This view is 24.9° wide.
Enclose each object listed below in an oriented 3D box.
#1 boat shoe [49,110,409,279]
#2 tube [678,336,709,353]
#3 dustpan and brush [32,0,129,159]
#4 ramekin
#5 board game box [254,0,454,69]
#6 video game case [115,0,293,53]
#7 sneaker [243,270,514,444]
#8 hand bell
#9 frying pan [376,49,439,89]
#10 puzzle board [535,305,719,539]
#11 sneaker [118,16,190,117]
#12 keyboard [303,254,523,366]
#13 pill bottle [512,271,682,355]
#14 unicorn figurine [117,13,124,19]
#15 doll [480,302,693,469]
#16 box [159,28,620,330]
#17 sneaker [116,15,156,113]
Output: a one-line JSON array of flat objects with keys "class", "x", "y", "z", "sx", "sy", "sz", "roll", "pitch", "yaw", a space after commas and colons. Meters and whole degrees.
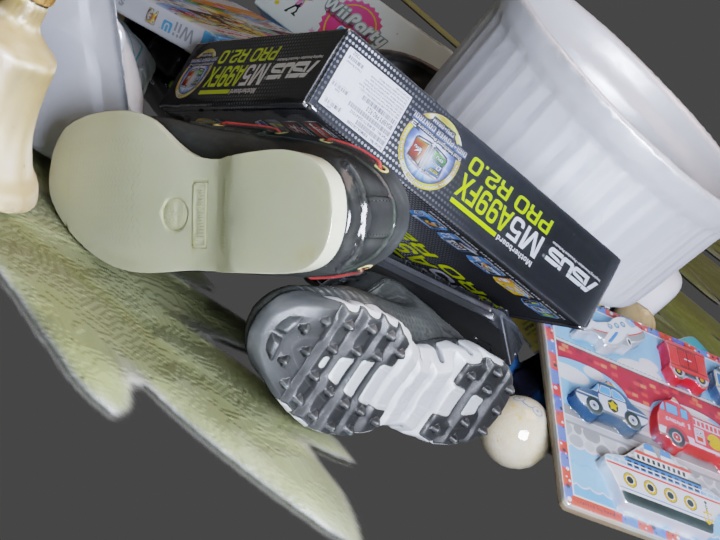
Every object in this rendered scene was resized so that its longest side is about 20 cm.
[{"class": "boat shoe", "x": -0.068, "y": -0.033, "z": 0.762, "sx": 0.201, "sy": 0.074, "sz": 0.063, "roll": 10, "pitch": 7, "yaw": 39}, {"class": "tube", "x": 0.290, "y": 0.133, "z": 1.191, "sx": 0.077, "sy": 0.050, "sz": 0.200, "roll": 5, "pitch": 38, "yaw": -49}, {"class": "dustpan and brush", "x": -0.186, "y": -0.127, "z": 0.873, "sx": 0.199, "sy": 0.140, "sz": 0.057, "roll": 10, "pitch": 27, "yaw": 31}, {"class": "ramekin", "x": 0.129, "y": -0.073, "z": 0.959, "sx": 0.200, "sy": 0.098, "sz": 0.201, "roll": 38, "pitch": 21, "yaw": -18}, {"class": "board game box", "x": 0.011, "y": -0.136, "z": 1.236, "sx": 0.147, "sy": 0.064, "sz": 0.200, "roll": 40, "pitch": -11, "yaw": 22}, {"class": "video game case", "x": -0.106, "y": -0.157, "z": 0.978, "sx": 0.200, "sy": 0.018, "sz": 0.143, "roll": 31, "pitch": 15, "yaw": 34}, {"class": "sneaker", "x": -0.006, "y": 0.035, "z": 0.803, "sx": 0.090, "sy": 0.067, "sz": 0.200, "roll": 40, "pitch": 12, "yaw": 33}, {"class": "hand bell", "x": -0.147, "y": -0.137, "z": 0.758, "sx": 0.104, "sy": 0.200, "sz": 0.104, "roll": 32, "pitch": 15, "yaw": -10}, {"class": "frying pan", "x": 0.064, "y": -0.065, "z": 1.018, "sx": 0.190, "sy": 0.031, "sz": 0.115, "roll": 45, "pitch": 37, "yaw": 5}, {"class": "puzzle board", "x": 0.187, "y": 0.095, "z": 0.913, "sx": 0.199, "sy": 0.017, "sz": 0.151, "roll": 22, "pitch": 42, "yaw": -23}, {"class": "sneaker", "x": -0.105, "y": -0.111, "z": 1.032, "sx": 0.083, "sy": 0.072, "sz": 0.200, "roll": 34, "pitch": 1, "yaw": -42}, {"class": "keyboard", "x": 0.000, "y": 0.000, "z": 0.902, "sx": 0.199, "sy": 0.021, "sz": 0.127, "roll": 27, "pitch": -14, "yaw": 17}, {"class": "pill bottle", "x": 0.117, "y": -0.037, "z": 1.108, "sx": 0.200, "sy": 0.112, "sz": 0.112, "roll": 53, "pitch": 16, "yaw": 3}, {"class": "unicorn figurine", "x": -0.232, "y": -0.220, "z": 1.124, "sx": 0.137, "sy": 0.074, "sz": 0.200, "roll": 27, "pitch": -1, "yaw": 6}, {"class": "doll", "x": 0.124, "y": 0.071, "z": 0.946, "sx": 0.136, "sy": 0.049, "sz": 0.200, "roll": 41, "pitch": 32, "yaw": 18}, {"class": "box", "x": 0.014, "y": -0.045, "z": 0.837, "sx": 0.200, "sy": 0.044, "sz": 0.160, "roll": 37, "pitch": -15, "yaw": -29}, {"class": "sneaker", "x": -0.152, "y": -0.120, "z": 0.962, "sx": 0.080, "sy": 0.071, "sz": 0.200, "roll": 28, "pitch": 15, "yaw": -33}]
